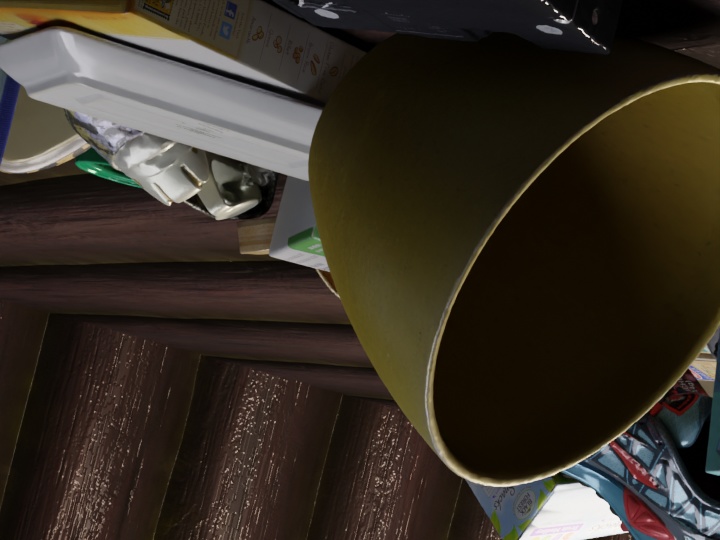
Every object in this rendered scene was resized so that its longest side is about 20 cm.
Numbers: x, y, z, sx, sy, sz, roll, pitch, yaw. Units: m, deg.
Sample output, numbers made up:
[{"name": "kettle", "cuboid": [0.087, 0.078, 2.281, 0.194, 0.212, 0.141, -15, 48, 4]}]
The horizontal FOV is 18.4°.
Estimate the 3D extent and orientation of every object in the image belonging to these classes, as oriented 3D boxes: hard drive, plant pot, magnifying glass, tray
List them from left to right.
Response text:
[{"name": "magnifying glass", "cuboid": [-0.135, -0.074, 1.538, 0.079, 0.022, 0.200, 18, 174, -29]}, {"name": "tray", "cuboid": [-0.076, -0.076, 1.080, 0.200, 0.022, 0.107, 16, 171, -26]}, {"name": "hard drive", "cuboid": [-0.006, -0.129, 0.792, 0.139, 0.038, 0.200, 9, 172, 32]}, {"name": "plant pot", "cuboid": [0.060, -0.029, 0.957, 0.142, 0.200, 0.200, 40, -170, 36]}]

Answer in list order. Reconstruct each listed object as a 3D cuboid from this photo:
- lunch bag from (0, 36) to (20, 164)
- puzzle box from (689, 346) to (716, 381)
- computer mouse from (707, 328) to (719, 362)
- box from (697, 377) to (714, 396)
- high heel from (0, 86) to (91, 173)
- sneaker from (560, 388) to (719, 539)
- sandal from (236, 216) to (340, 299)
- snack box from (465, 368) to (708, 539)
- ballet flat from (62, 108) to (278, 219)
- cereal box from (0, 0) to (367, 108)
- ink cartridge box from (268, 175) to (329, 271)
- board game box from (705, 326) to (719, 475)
[{"name": "lunch bag", "cuboid": [-0.272, -0.068, 1.110, 0.170, 0.200, 0.127, 19, 171, -33]}, {"name": "puzzle box", "cuboid": [0.219, 0.030, 1.525, 0.200, 0.025, 0.133, 30, 164, -34]}, {"name": "computer mouse", "cuboid": [0.231, 0.053, 1.320, 0.044, 0.110, 0.200, -27, -161, 13]}, {"name": "box", "cuboid": [0.286, 0.078, 1.684, 0.200, 0.082, 0.068, 18, 172, -21]}, {"name": "high heel", "cuboid": [-0.210, -0.103, 1.382, 0.200, 0.072, 0.143, -4, -169, 21]}, {"name": "sneaker", "cuboid": [0.159, 0.083, 1.240, 0.200, 0.079, 0.096, 41, 134, -2]}, {"name": "sandal", "cuboid": [-0.005, 0.000, 1.435, 0.078, 0.070, 0.212, -6, 178, 35]}, {"name": "snack box", "cuboid": [0.118, 0.069, 1.368, 0.168, 0.068, 0.200, -2, -135, -37]}, {"name": "ballet flat", "cuboid": [-0.101, -0.068, 1.300, 0.072, 0.072, 0.200, 10, 174, 26]}, {"name": "cereal box", "cuboid": [-0.090, -0.111, 1.076, 0.144, 0.040, 0.200, 7, 170, 41]}, {"name": "ink cartridge box", "cuboid": [0.063, -0.027, 1.262, 0.200, 0.084, 0.145, 14, 173, -11]}, {"name": "board game box", "cuboid": [0.281, 0.058, 1.236, 0.200, 0.151, 0.047, 19, 162, -38]}]
